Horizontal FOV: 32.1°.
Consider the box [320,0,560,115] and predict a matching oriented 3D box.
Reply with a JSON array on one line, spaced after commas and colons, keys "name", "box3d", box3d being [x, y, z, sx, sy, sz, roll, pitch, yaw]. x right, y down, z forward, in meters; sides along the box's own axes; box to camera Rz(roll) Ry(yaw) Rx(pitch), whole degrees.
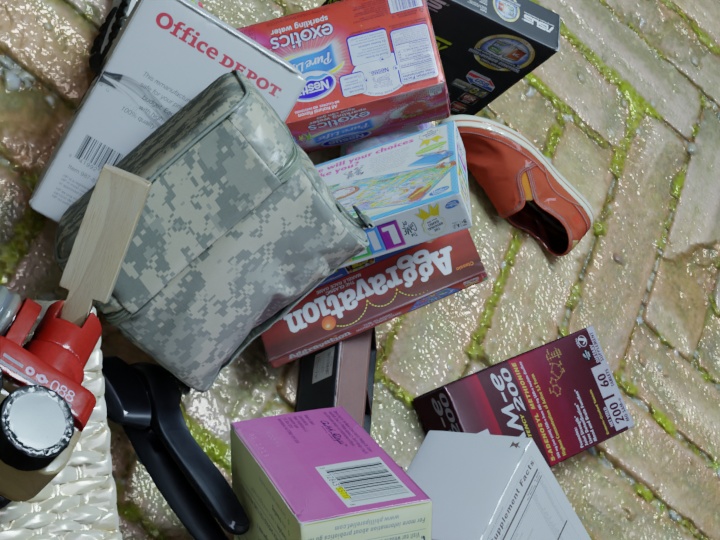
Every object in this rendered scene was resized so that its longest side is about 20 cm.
[{"name": "box", "box3d": [0.069, -0.231, 1.219, 0.198, 0.160, 0.045, 19, 63, -25]}]

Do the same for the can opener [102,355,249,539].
[{"name": "can opener", "box3d": [-0.146, 0.143, 0.958, 0.078, 0.064, 0.200, -7, 45, -42]}]

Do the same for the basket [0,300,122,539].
[{"name": "basket", "box3d": [-0.280, 0.134, 0.868, 0.198, 0.161, 0.201, 1, 70, -33]}]

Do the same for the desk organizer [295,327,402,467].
[{"name": "desk organizer", "box3d": [-0.009, 0.139, 1.083, 0.076, 0.072, 0.202, 18, 63, -27]}]

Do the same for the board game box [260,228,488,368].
[{"name": "board game box", "box3d": [0.000, 0.000, 1.077, 0.198, 0.019, 0.104, -23, 62, 3]}]

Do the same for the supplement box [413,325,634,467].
[{"name": "supplement box", "box3d": [0.158, 0.136, 1.191, 0.198, 0.061, 0.110, -18, 82, -34]}]

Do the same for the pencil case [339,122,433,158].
[{"name": "pencil case", "box3d": [0.012, -0.065, 1.168, 0.090, 0.083, 0.202, 10, 63, 5]}]

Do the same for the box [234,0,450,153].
[{"name": "box", "box3d": [-0.026, -0.172, 1.121, 0.198, 0.096, 0.101, -14, 76, 4]}]

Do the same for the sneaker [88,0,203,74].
[{"name": "sneaker", "box3d": [-0.174, -0.241, 1.136, 0.090, 0.078, 0.202, 29, 64, -28]}]

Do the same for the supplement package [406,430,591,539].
[{"name": "supplement package", "box3d": [0.118, 0.243, 1.052, 0.114, 0.109, 0.201, -55, 127, -35]}]

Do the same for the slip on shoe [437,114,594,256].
[{"name": "slip on shoe", "box3d": [0.156, -0.087, 1.273, 0.199, 0.074, 0.062, 39, 59, -19]}]

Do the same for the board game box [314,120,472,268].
[{"name": "board game box", "box3d": [-0.006, -0.055, 1.065, 0.135, 0.198, 0.034, -87, 156, -57]}]

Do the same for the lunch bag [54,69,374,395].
[{"name": "lunch bag", "box3d": [-0.109, -0.022, 0.937, 0.200, 0.139, 0.168, -40, 110, 3]}]

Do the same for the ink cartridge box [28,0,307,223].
[{"name": "ink cartridge box", "box3d": [-0.156, -0.112, 1.018, 0.144, 0.084, 0.201, 29, 100, -17]}]

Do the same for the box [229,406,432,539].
[{"name": "box", "box3d": [-0.025, 0.228, 0.906, 0.096, 0.176, 0.203, -5, 106, -20]}]

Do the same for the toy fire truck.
[{"name": "toy fire truck", "box3d": [-0.228, 0.017, 0.785, 0.175, 0.129, 0.201, 35, 44, -15]}]
